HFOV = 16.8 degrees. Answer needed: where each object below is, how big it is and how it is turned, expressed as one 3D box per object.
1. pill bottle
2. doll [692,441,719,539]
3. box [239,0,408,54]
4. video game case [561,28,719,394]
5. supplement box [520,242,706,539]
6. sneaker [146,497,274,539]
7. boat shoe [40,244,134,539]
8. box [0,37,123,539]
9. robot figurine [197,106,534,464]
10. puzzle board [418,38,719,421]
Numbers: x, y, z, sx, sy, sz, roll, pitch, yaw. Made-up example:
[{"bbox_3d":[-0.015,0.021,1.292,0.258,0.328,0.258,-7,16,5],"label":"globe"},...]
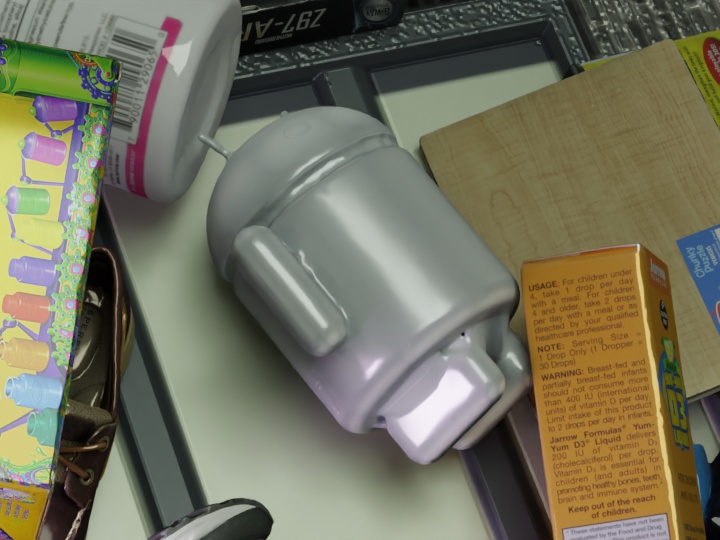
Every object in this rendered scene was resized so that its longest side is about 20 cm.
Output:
[{"bbox_3d":[-0.169,-0.116,1.227,0.199,0.114,0.114,19,59,7],"label":"pill bottle"},{"bbox_3d":[0.214,0.103,1.244,0.136,0.048,0.201,29,69,0],"label":"doll"},{"bbox_3d":[-0.078,-0.216,1.353,0.160,0.044,0.201,-14,66,-21],"label":"box"},{"bbox_3d":[0.229,-0.045,1.348,0.180,0.026,0.201,-15,68,-21],"label":"video game case"},{"bbox_3d":[0.126,0.091,1.184,0.068,0.067,0.201,-12,79,17],"label":"supplement box"},{"bbox_3d":[-0.108,0.183,1.118,0.079,0.074,0.200,45,67,1],"label":"sneaker"},{"bbox_3d":[-0.150,0.078,1.157,0.072,0.072,0.201,20,59,-3],"label":"boat shoe"},{"bbox_3d":[-0.218,0.002,1.067,0.192,0.122,0.201,11,68,-8],"label":"box"},{"bbox_3d":[0.000,0.000,1.213,0.200,0.113,0.169,51,23,15],"label":"robot figurine"},{"bbox_3d":[0.134,-0.014,1.280,0.150,0.017,0.201,-21,63,-2],"label":"puzzle board"}]
